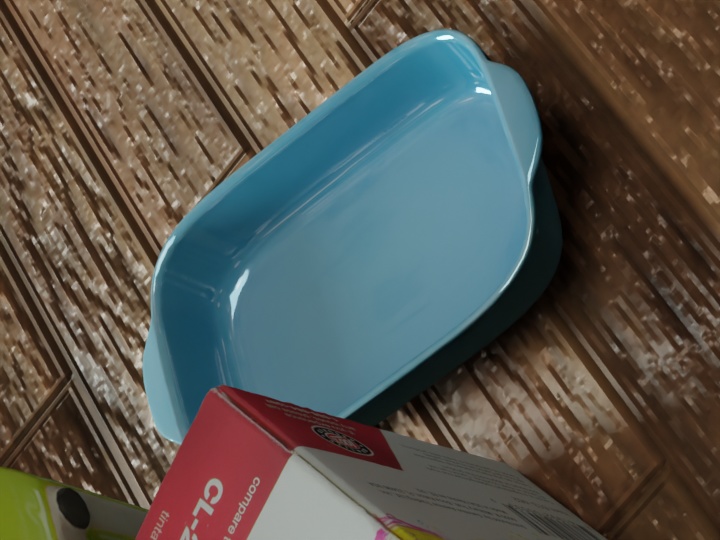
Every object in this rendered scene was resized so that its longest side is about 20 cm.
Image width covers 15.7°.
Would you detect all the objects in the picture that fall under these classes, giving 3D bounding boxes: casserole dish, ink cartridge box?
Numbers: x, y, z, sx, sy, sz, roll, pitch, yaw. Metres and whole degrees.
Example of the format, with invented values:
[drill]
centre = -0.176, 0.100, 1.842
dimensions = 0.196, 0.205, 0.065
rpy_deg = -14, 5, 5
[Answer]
[casserole dish]
centre = 0.000, 0.000, 0.954
dimensions = 0.200, 0.039, 0.121
rpy_deg = -37, 52, 28
[ink cartridge box]
centre = 0.042, 0.125, 0.788
dimensions = 0.200, 0.146, 0.083
rpy_deg = 36, 101, 45

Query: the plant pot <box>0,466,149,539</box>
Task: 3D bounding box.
[plant pot]
centre = -0.108, 0.186, 0.881
dimensions = 0.181, 0.200, 0.199
rpy_deg = -34, 56, 23
